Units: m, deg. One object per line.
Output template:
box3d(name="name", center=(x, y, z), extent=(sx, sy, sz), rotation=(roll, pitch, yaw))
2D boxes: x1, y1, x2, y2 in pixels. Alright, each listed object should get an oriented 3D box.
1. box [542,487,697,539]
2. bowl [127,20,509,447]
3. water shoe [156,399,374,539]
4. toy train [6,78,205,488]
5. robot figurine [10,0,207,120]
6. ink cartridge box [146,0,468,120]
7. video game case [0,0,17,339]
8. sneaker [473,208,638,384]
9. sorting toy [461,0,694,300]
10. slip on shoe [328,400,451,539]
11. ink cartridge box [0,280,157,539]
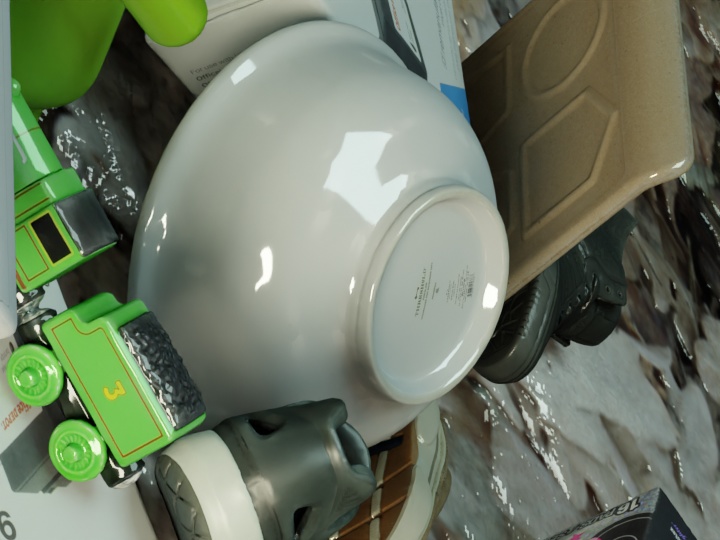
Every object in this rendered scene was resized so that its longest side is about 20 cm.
box3d(name="box", center=(0.061, 0.199, 1.041), extent=(0.132, 0.200, 0.115), rotation=(54, 28, -15))
box3d(name="bowl", center=(0.000, 0.000, 1.119), extent=(0.201, 0.090, 0.202), rotation=(-25, 124, -43))
box3d(name="water shoe", center=(-0.033, 0.092, 1.010), extent=(0.200, 0.079, 0.072), rotation=(128, -58, -83))
box3d(name="toy train", center=(-0.119, -0.018, 0.900), extent=(0.200, 0.056, 0.042), rotation=(61, 27, -2))
box3d(name="robot figurine", center=(-0.137, -0.143, 1.004), extent=(0.115, 0.201, 0.175), rotation=(5, 26, -44))
box3d(name="ink cartridge box", center=(-0.024, -0.123, 1.246), extent=(0.200, 0.083, 0.146), rotation=(49, 29, -50))
box3d(name="video game case", center=(-0.198, -0.044, 0.840), extent=(0.022, 0.181, 0.201), rotation=(60, 19, -53))
box3d(name="sneaker", center=(0.110, 0.010, 1.440), extent=(0.104, 0.060, 0.200), rotation=(42, 31, -26))
box3d(name="sorting toy", center=(0.087, -0.062, 1.310), extent=(0.036, 0.200, 0.186), rotation=(33, 39, -30))
box3d(name="slip on shoe", center=(0.004, 0.115, 1.160), extent=(0.200, 0.076, 0.061), rotation=(-77, 146, -66))
box3d(name="ink cartridge box", center=(-0.157, 0.067, 0.910), extent=(0.145, 0.084, 0.201), rotation=(-4, 70, -62))
